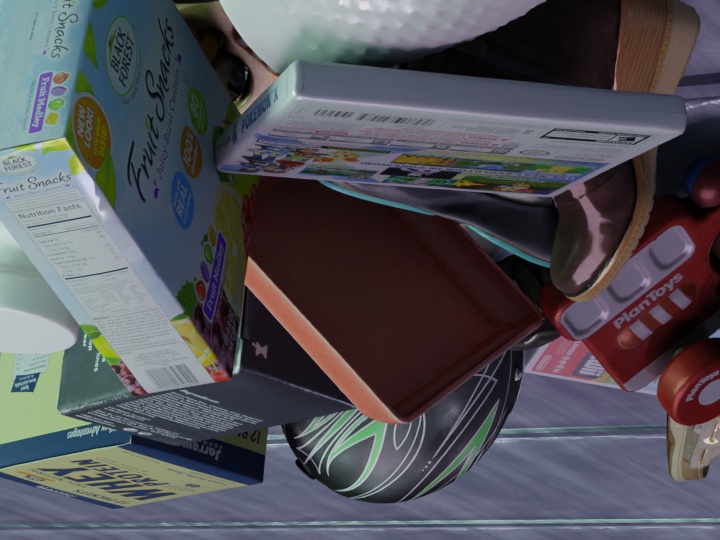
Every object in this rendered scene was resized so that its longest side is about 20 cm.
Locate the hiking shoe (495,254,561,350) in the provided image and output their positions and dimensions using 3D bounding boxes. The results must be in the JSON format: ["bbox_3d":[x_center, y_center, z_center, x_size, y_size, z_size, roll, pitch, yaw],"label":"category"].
[{"bbox_3d":[0.158,-0.006,1.499,0.199,0.076,0.101,-16,148,-19],"label":"hiking shoe"}]

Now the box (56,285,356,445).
[{"bbox_3d":[-0.101,0.006,1.440,0.117,0.198,0.199,22,154,-40],"label":"box"}]

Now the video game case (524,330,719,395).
[{"bbox_3d":[0.252,0.060,1.716,0.199,0.018,0.143,10,145,-14],"label":"video game case"}]

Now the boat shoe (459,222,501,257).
[{"bbox_3d":[0.021,-0.025,1.536,0.201,0.065,0.074,-17,149,39],"label":"boat shoe"}]

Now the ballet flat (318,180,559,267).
[{"bbox_3d":[0.064,-0.057,1.237,0.199,0.073,0.073,19,156,-30],"label":"ballet flat"}]

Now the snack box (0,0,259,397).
[{"bbox_3d":[-0.125,-0.060,1.084,0.067,0.169,0.200,-12,138,19],"label":"snack box"}]

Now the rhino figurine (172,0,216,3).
[{"bbox_3d":[-0.064,-0.180,1.120,0.199,0.060,0.088,0,156,11],"label":"rhino figurine"}]

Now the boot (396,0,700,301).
[{"bbox_3d":[0.094,-0.086,1.190,0.165,0.201,0.072,10,-159,-16],"label":"boot"}]

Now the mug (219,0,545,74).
[{"bbox_3d":[0.021,-0.199,0.956,0.175,0.148,0.200,-13,122,34],"label":"mug"}]

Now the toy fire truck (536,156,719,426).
[{"bbox_3d":[0.231,0.000,1.397,0.200,0.112,0.168,-38,142,6],"label":"toy fire truck"}]

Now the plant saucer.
[{"bbox_3d":[0.000,0.000,1.305,0.037,0.200,0.200,-48,170,35],"label":"plant saucer"}]

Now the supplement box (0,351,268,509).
[{"bbox_3d":[-0.179,0.069,1.630,0.134,0.201,0.199,22,155,-39],"label":"supplement box"}]

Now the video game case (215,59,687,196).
[{"bbox_3d":[0.040,-0.070,1.054,0.199,0.022,0.182,3,171,-15],"label":"video game case"}]

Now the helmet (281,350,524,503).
[{"bbox_3d":[0.030,0.088,1.637,0.199,0.201,0.191,8,162,-7],"label":"helmet"}]

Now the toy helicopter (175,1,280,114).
[{"bbox_3d":[-0.041,-0.123,1.209,0.199,0.079,0.133,-15,125,4],"label":"toy helicopter"}]

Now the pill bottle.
[{"bbox_3d":[-0.211,-0.056,1.291,0.115,0.201,0.116,4,160,2],"label":"pill bottle"}]

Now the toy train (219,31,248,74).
[{"bbox_3d":[-0.026,-0.123,1.311,0.199,0.034,0.046,22,165,-38],"label":"toy train"}]

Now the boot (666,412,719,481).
[{"bbox_3d":[0.360,0.145,1.885,0.154,0.072,0.200,1,152,11],"label":"boot"}]
